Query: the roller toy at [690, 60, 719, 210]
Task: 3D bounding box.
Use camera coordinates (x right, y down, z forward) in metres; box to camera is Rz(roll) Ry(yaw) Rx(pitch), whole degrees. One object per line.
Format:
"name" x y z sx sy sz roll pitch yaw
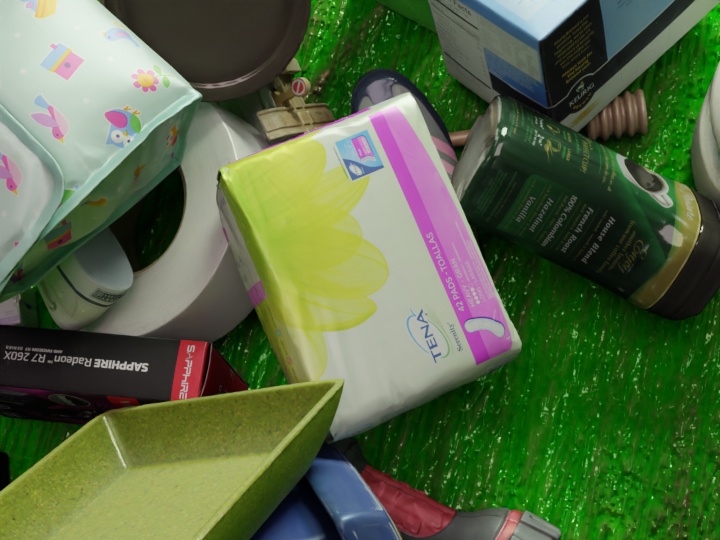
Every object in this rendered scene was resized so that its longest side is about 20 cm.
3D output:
"roller toy" 0.341 -0.099 0.840 0.200 0.140 0.183 39 82 16

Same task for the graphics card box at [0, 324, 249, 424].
"graphics card box" -0.194 0.083 0.865 0.199 0.126 0.051 5 72 9

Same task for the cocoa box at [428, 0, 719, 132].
"cocoa box" 0.166 -0.222 0.886 0.200 0.131 0.133 -42 58 -10

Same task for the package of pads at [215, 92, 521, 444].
"package of pads" 0.000 0.000 0.790 0.154 0.068 0.201 -23 86 -14

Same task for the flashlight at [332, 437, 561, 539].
"flashlight" 0.041 0.170 0.836 0.199 0.068 0.068 26 79 14

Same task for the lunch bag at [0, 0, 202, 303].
"lunch bag" -0.232 -0.090 0.761 0.170 0.122 0.200 43 60 3

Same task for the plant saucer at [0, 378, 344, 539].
"plant saucer" -0.125 0.137 0.688 0.199 0.200 0.048 -11 105 27

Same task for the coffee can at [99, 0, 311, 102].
"coffee can" -0.117 -0.227 0.889 0.146 0.200 0.147 -3 115 -6

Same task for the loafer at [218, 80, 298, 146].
"loafer" -0.062 -0.064 0.929 0.070 0.070 0.201 -27 69 27

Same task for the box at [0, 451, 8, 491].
"box" -0.369 0.219 0.874 0.199 0.079 0.142 -12 74 4

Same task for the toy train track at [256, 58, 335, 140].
"toy train track" -0.018 -0.085 0.910 0.032 0.115 0.201 -26 88 28

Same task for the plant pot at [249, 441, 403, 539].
"plant pot" -0.051 0.227 0.739 0.179 0.200 0.201 -26 103 -8

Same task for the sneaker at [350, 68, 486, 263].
"sneaker" 0.046 -0.066 0.881 0.070 0.082 0.201 -25 85 5

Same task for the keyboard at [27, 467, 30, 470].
"keyboard" -0.168 0.204 0.880 0.199 0.021 0.128 -6 72 7

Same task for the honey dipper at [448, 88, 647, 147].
"honey dipper" 0.126 -0.113 0.929 0.199 0.038 0.038 -7 72 7

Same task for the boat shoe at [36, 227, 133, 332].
"boat shoe" -0.243 -0.039 0.866 0.086 0.074 0.202 -43 68 25

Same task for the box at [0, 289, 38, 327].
"box" -0.362 0.051 0.943 0.199 0.041 0.039 -13 71 5

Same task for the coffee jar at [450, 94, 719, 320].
"coffee jar" 0.167 -0.043 0.839 0.199 0.104 0.086 25 117 -6

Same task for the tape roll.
"tape roll" -0.156 -0.038 0.892 0.202 0.071 0.203 -7 75 27

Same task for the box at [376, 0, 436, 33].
"box" 0.066 -0.320 0.916 0.097 0.200 0.177 32 79 15
